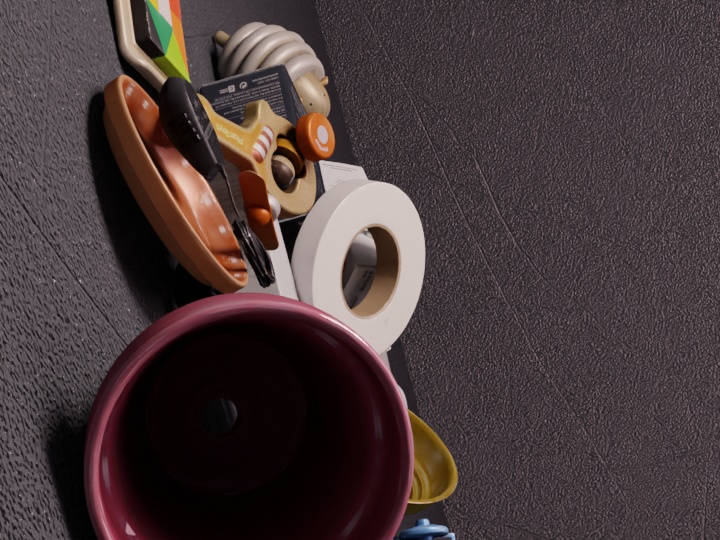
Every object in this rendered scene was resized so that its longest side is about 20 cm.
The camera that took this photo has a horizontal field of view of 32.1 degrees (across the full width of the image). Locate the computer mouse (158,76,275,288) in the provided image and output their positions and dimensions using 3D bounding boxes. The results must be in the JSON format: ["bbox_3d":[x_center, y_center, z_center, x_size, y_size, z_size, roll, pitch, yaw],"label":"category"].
[{"bbox_3d":[-0.125,-0.071,1.076,0.059,0.034,0.201,-90,157,-75],"label":"computer mouse"}]

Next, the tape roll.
[{"bbox_3d":[0.000,0.000,1.401,0.202,0.037,0.205,-17,112,-48],"label":"tape roll"}]

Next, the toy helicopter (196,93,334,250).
[{"bbox_3d":[-0.107,-0.102,1.167,0.200,0.078,0.134,26,60,-51],"label":"toy helicopter"}]

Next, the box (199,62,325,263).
[{"bbox_3d":[-0.104,-0.109,1.463,0.149,0.106,0.202,64,11,-65],"label":"box"}]

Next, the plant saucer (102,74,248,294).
[{"bbox_3d":[-0.157,-0.067,1.040,0.201,0.032,0.200,60,3,-6],"label":"plant saucer"}]

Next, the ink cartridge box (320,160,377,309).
[{"bbox_3d":[-0.029,-0.018,1.579,0.146,0.083,0.201,-60,-143,35],"label":"ink cartridge box"}]

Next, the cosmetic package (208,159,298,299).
[{"bbox_3d":[-0.121,-0.033,1.285,0.102,0.073,0.202,-42,116,-83],"label":"cosmetic package"}]

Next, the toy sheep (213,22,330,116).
[{"bbox_3d":[-0.117,-0.248,1.599,0.199,0.138,0.138,33,-13,23],"label":"toy sheep"}]

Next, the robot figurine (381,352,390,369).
[{"bbox_3d":[-0.019,0.124,1.654,0.170,0.112,0.202,57,19,-65],"label":"robot figurine"}]

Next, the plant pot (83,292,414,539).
[{"bbox_3d":[-0.080,0.108,0.824,0.179,0.198,0.202,-157,-130,-77],"label":"plant pot"}]

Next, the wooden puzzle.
[{"bbox_3d":[-0.206,-0.265,1.226,0.185,0.037,0.202,47,29,-78],"label":"wooden puzzle"}]

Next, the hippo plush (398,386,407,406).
[{"bbox_3d":[-0.010,0.201,1.313,0.160,0.159,0.201,-95,169,-60],"label":"hippo plush"}]

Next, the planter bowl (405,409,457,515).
[{"bbox_3d":[-0.014,0.185,1.184,0.201,0.199,0.084,-91,-154,-67],"label":"planter bowl"}]

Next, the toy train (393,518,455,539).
[{"bbox_3d":[0.004,0.280,1.143,0.114,0.198,0.087,114,-28,-68],"label":"toy train"}]

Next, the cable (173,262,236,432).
[{"bbox_3d":[-0.119,0.077,1.129,0.163,0.050,0.202,-83,157,-75],"label":"cable"}]
